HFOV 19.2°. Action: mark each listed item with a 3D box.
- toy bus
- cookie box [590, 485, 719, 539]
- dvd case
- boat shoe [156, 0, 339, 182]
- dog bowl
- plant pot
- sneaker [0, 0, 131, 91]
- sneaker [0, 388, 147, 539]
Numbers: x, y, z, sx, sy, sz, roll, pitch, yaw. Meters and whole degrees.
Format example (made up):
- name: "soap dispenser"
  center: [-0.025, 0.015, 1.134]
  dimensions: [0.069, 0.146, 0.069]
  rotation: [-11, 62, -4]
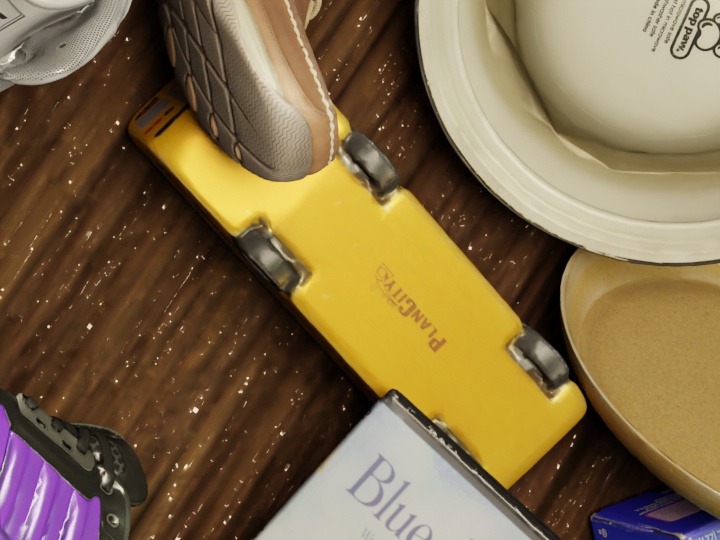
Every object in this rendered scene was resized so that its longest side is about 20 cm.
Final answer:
- name: "toy bus"
  center: [0.000, 0.000, 0.838]
  dimensions: [0.065, 0.078, 0.200]
  rotation: [-44, 109, -6]
- name: "cookie box"
  center: [0.210, 0.182, 0.950]
  dimensions: [0.171, 0.075, 0.200]
  rotation: [-17, 99, -24]
- name: "dvd case"
  center: [-0.002, 0.165, 0.808]
  dimensions: [0.143, 0.018, 0.200]
  rotation: [42, 97, 4]
- name: "boat shoe"
  center: [-0.042, -0.121, 0.773]
  dimensions: [0.072, 0.076, 0.200]
  rotation: [-14, 61, -17]
- name: "dog bowl"
  center: [0.125, -0.107, 0.856]
  dimensions: [0.200, 0.074, 0.200]
  rotation: [4, 112, 10]
- name: "plant pot"
  center: [0.171, 0.052, 0.890]
  dimensions: [0.200, 0.200, 0.028]
  rotation: [4, 129, -26]
- name: "sneaker"
  center: [-0.161, -0.081, 0.741]
  dimensions: [0.200, 0.115, 0.075]
  rotation: [-36, 105, -21]
- name: "sneaker"
  center: [-0.135, 0.074, 0.789]
  dimensions: [0.099, 0.070, 0.200]
  rotation: [-30, 108, -30]
